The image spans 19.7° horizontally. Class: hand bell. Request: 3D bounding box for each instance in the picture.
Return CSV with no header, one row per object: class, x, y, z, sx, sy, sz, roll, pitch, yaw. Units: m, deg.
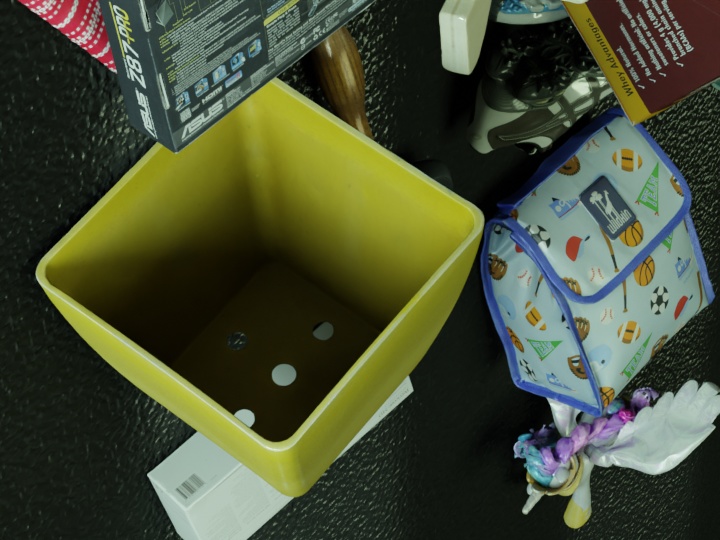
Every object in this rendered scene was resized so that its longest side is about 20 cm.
hand bell,0.001,-0.086,1.402,0.104,0.104,0.200,-36,124,-35

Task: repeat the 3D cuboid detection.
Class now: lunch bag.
lunch bag,0.191,-0.011,1.708,0.170,0.124,0.200,-41,127,-29

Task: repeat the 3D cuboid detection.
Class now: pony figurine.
pony figurine,0.214,0.145,1.859,0.193,0.166,0.200,-52,164,-1

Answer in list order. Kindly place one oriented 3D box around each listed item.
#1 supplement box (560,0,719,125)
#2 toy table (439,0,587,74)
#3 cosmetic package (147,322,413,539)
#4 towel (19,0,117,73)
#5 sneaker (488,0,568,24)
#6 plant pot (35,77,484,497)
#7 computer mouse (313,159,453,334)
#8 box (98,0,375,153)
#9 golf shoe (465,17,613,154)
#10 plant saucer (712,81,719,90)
supplement box,0.239,-0.240,1.419,0.133,0.197,0.200,-31,-179,-36
toy table,0.077,-0.233,1.325,0.117,0.184,0.200,-60,144,-36
cosmetic package,-0.055,0.115,1.487,0.200,0.051,0.083,-40,142,-18
towel,-0.123,-0.189,1.192,0.145,0.022,0.200,-59,149,-2
sneaker,0.162,-0.214,1.548,0.200,0.075,0.087,-28,154,-34
plant pot,-0.055,0.028,1.316,0.200,0.200,0.176,-48,158,-21
computer mouse,0.000,0.000,1.524,0.200,0.034,0.059,-53,148,0
box,-0.063,-0.186,1.208,0.200,0.049,0.161,-40,147,-25
golf shoe,0.146,-0.142,1.593,0.200,0.078,0.095,-16,145,-48
plant saucer,0.341,-0.256,1.808,0.200,0.036,0.200,-35,140,-35
